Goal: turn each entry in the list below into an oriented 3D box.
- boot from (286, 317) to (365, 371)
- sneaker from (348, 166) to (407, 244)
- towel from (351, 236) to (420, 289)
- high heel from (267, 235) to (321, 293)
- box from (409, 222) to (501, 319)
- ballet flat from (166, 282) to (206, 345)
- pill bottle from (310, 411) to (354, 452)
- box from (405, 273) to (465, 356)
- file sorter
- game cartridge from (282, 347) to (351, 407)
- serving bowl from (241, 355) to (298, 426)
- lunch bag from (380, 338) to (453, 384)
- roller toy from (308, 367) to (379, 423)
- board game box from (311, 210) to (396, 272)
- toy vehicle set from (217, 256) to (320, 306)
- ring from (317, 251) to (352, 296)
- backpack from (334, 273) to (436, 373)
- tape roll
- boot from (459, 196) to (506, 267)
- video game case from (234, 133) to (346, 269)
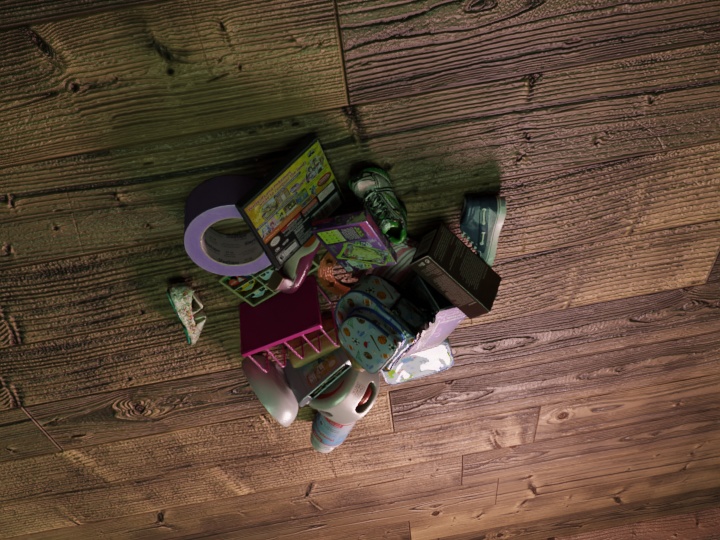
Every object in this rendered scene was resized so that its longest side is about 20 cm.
[{"bbox_3d":[-0.079,0.191,1.686,0.197,0.178,0.066,-24,138,20],"label":"boot"},{"bbox_3d":[0.045,-0.131,1.421,0.077,0.086,0.200,-28,136,19],"label":"sneaker"},{"bbox_3d":[0.093,-0.006,1.593,0.198,0.030,0.146,20,128,-36],"label":"towel"},{"bbox_3d":[-0.117,-0.036,1.495,0.200,0.068,0.096,-49,159,18],"label":"high heel"},{"bbox_3d":[0.209,0.003,1.541,0.199,0.101,0.075,39,145,-16],"label":"box"},{"bbox_3d":[-0.386,0.100,1.606,0.063,0.076,0.202,-20,145,-13],"label":"ballet flat"},{"bbox_3d":[-0.079,0.438,2.027,0.107,0.110,0.201,7,136,-20],"label":"pill bottle"},{"bbox_3d":[0.159,0.098,1.655,0.146,0.105,0.201,-11,148,-39],"label":"box"},{"bbox_3d":[-0.163,0.132,1.636,0.197,0.141,0.126,-21,140,12],"label":"file sorter"},{"bbox_3d":[-0.102,0.224,1.744,0.199,0.134,0.041,-42,146,9],"label":"game cartridge"},{"bbox_3d":[-0.215,0.290,1.777,0.065,0.201,0.201,-35,137,-1],"label":"serving bowl"},{"bbox_3d":[0.139,0.217,1.842,0.196,0.083,0.162,-17,138,8],"label":"lunch bag"},{"bbox_3d":[-0.052,0.281,1.795,0.198,0.185,0.140,-28,136,20],"label":"roller toy"},{"bbox_3d":[-0.009,-0.056,1.437,0.118,0.033,0.200,-5,155,19],"label":"board game box"},{"bbox_3d":[-0.203,-0.002,1.559,0.198,0.027,0.124,-30,136,21],"label":"toy vehicle set"},{"bbox_3d":[0.000,0.000,1.613,0.196,0.019,0.202,-7,140,-5],"label":"ring"},{"bbox_3d":[0.033,0.115,1.552,0.153,0.191,0.201,-34,167,-47],"label":"backpack"},{"bbox_3d":[-0.252,-0.086,1.409,0.196,0.086,0.202,-6,138,-5],"label":"tape roll"},{"bbox_3d":[0.254,-0.081,1.545,0.088,0.073,0.203,3,131,-3],"label":"boot"},{"bbox_3d":[-0.127,-0.128,1.349,0.200,0.025,0.182,-45,142,-16],"label":"video game case"}]
